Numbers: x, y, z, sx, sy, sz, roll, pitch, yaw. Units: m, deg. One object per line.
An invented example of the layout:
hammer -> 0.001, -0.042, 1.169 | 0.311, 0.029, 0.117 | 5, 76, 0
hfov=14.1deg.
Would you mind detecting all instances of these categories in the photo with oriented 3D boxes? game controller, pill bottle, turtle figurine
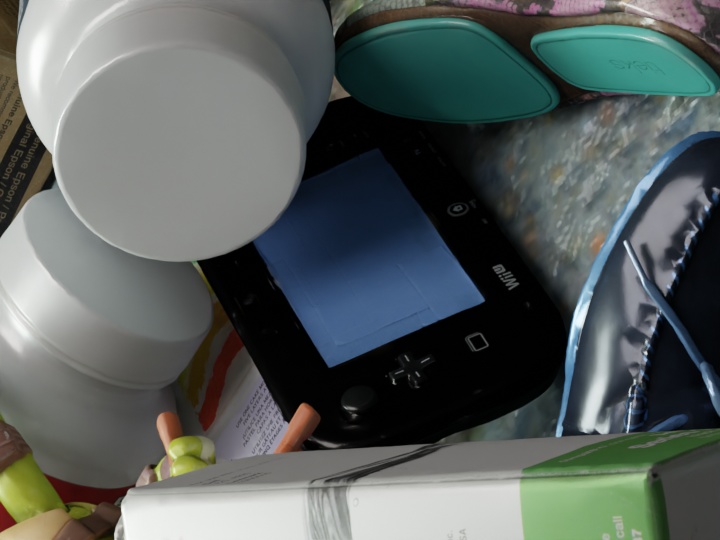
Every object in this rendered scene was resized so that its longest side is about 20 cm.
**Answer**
game controller -> 0.000, 0.000, 1.081 | 0.104, 0.042, 0.200 | -30, 40, -3
pill bottle -> -0.070, -0.094, 1.097 | 0.120, 0.119, 0.200 | -52, 23, 26
turtle figurine -> -0.105, 0.095, 1.031 | 0.161, 0.064, 0.201 | 37, 107, 16
pill bottle -> -0.143, 0.070, 1.137 | 0.200, 0.112, 0.113 | -54, 38, 25

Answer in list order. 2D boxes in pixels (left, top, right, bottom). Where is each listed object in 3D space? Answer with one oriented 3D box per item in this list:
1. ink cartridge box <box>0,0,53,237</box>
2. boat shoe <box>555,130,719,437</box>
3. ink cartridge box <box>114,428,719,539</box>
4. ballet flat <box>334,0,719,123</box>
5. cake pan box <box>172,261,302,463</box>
ink cartridge box -> -0.227, -0.072, 1.443 | 0.165, 0.075, 0.200 | -62, 36, 17
boat shoe -> 0.106, 0.058, 0.926 | 0.069, 0.084, 0.201 | 34, 119, 48
ink cartridge box -> 0.033, 0.127, 0.889 | 0.199, 0.084, 0.147 | -5, 95, 37
ballet flat -> 0.071, -0.095, 1.050 | 0.199, 0.069, 0.071 | -2, 55, 52
cake pan box -> -0.077, 0.079, 1.184 | 0.201, 0.052, 0.184 | -58, 34, 20
